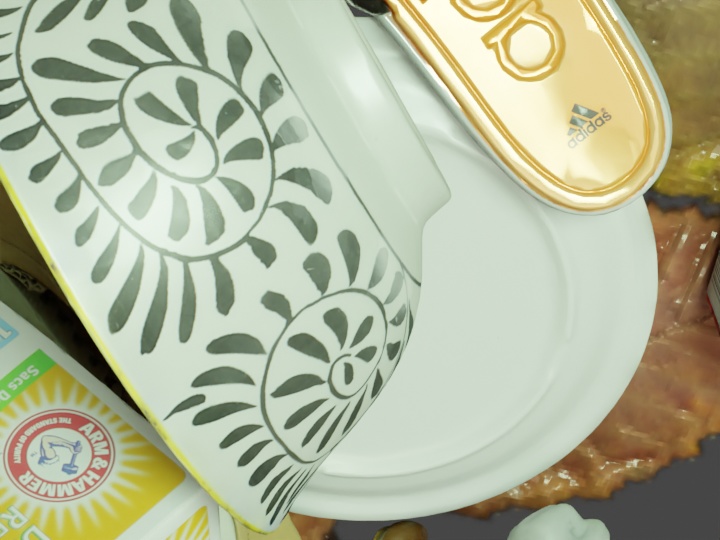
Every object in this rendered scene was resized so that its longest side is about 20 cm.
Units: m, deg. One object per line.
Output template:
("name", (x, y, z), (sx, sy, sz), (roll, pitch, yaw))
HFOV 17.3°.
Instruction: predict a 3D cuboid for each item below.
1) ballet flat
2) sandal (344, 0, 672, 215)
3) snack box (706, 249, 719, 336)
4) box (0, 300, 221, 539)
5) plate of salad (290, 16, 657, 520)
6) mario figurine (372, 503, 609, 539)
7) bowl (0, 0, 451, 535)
("ballet flat", (-0.088, 0.057, 0.781), (0.069, 0.063, 0.200), (-29, 108, 21))
("sandal", (0.027, -0.103, 0.710), (0.079, 0.059, 0.207), (-41, 98, 3))
("snack box", (0.211, -0.053, 0.784), (0.142, 0.053, 0.200), (7, 121, -9))
("box", (-0.111, 0.118, 0.715), (0.112, 0.101, 0.200), (-41, 153, -26))
("plate of salad", (0.000, 0.000, 0.805), (0.200, 0.048, 0.200), (1, 122, 1))
("mario figurine", (0.104, 0.136, 0.851), (0.200, 0.123, 0.106), (15, 99, 21))
("bowl", (-0.035, -0.035, 0.669), (0.094, 0.201, 0.201), (-29, 119, 4))
